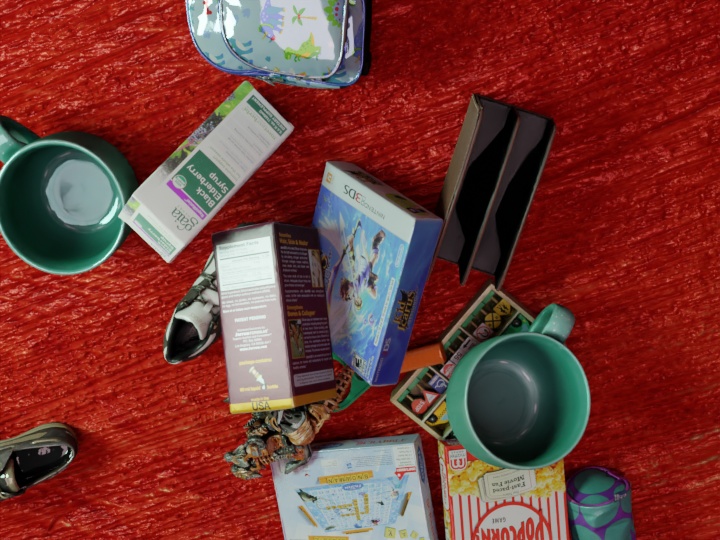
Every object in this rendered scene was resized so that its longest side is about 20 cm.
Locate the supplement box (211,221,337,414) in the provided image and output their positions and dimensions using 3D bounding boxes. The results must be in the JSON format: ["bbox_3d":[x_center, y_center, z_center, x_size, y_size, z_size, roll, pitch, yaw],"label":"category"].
[{"bbox_3d":[-0.096,0.052,1.146,0.085,0.110,0.203,-9,86,24],"label":"supplement box"}]

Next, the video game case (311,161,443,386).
[{"bbox_3d":[0.000,0.000,1.165,0.045,0.181,0.202,0,114,-36],"label":"video game case"}]

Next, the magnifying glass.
[{"bbox_3d":[0.010,0.124,1.264,0.198,0.022,0.081,-15,98,20],"label":"magnifying glass"}]

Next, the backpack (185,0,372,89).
[{"bbox_3d":[-0.089,-0.293,1.100,0.197,0.147,0.186,5,105,6],"label":"backpack"}]

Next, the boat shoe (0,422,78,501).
[{"bbox_3d":[-0.453,0.252,1.286,0.198,0.073,0.075,-27,103,-22],"label":"boat shoe"}]

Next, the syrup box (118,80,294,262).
[{"bbox_3d":[-0.172,-0.110,1.139,0.079,0.081,0.200,43,63,-8],"label":"syrup box"}]

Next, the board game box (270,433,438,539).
[{"bbox_3d":[-0.004,0.317,1.294,0.197,0.041,0.202,-7,97,19],"label":"board game box"}]

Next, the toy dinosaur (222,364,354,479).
[{"bbox_3d":[-0.093,0.176,1.261,0.199,0.102,0.136,-39,98,-6],"label":"toy dinosaur"}]

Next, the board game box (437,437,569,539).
[{"bbox_3d":[0.179,0.305,1.256,0.149,0.046,0.203,-6,92,-8],"label":"board game box"}]

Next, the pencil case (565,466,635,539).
[{"bbox_3d":[0.318,0.355,1.286,0.091,0.085,0.202,-18,106,-12],"label":"pencil case"}]

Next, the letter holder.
[{"bbox_3d":[0.144,-0.081,1.143,0.099,0.142,0.202,17,107,0],"label":"letter holder"}]

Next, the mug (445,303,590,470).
[{"bbox_3d":[0.189,0.145,1.186,0.184,0.114,0.153,-27,87,-15],"label":"mug"}]

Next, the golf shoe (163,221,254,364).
[{"bbox_3d":[-0.173,0.036,1.231,0.077,0.095,0.201,32,105,-4],"label":"golf shoe"}]

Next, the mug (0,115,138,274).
[{"bbox_3d":[-0.339,-0.099,1.185,0.150,0.115,0.187,-9,105,3],"label":"mug"}]

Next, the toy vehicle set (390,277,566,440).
[{"bbox_3d":[0.145,0.124,1.264,0.124,0.027,0.201,37,106,-6],"label":"toy vehicle set"}]
